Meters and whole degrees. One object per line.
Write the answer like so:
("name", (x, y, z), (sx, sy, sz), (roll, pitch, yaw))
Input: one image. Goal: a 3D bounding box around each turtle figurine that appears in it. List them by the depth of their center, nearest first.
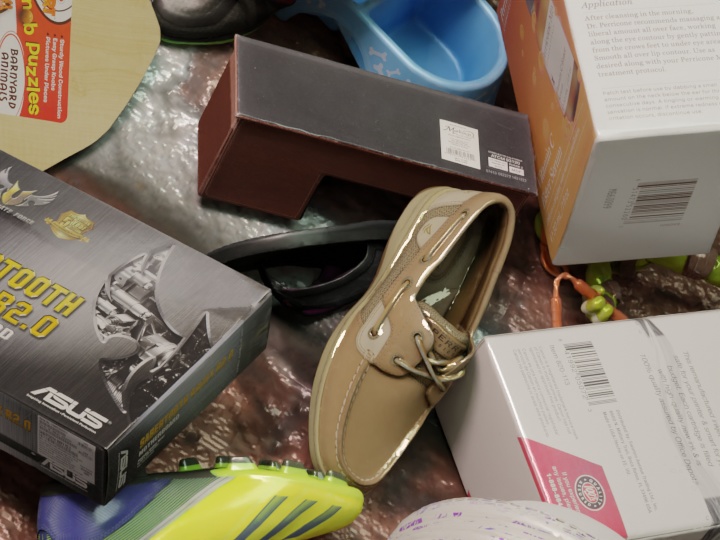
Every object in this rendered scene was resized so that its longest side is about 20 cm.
("turtle figurine", (0.179, -0.017, 1.787), (0.160, 0.065, 0.201), (5, 58, -4))

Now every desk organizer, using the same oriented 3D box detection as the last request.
("desk organizer", (0.002, -0.072, 1.721), (0.199, 0.077, 0.072), (14, 45, -18))

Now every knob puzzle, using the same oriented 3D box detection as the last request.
("knob puzzle", (-0.207, -0.153, 1.671), (0.219, 0.030, 0.221), (5, 83, -42))

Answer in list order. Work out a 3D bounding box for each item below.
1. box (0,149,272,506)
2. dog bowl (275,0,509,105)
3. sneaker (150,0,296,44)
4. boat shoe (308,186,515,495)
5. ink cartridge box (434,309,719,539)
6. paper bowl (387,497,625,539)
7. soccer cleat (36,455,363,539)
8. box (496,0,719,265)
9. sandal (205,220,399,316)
("box", (-0.173, 0.028, 1.544), (0.199, 0.048, 0.158), (27, 47, 21))
("dog bowl", (0.017, -0.175, 1.824), (0.200, 0.050, 0.111), (47, 50, 8))
("sneaker", (-0.047, -0.200, 1.743), (0.199, 0.084, 0.077), (-20, 83, 6))
("boat shoe", (0.031, 0.040, 1.631), (0.071, 0.064, 0.201), (31, 74, -33))
("ink cartridge box", (0.166, 0.111, 1.682), (0.199, 0.083, 0.147), (-5, 61, -29))
("paper bowl", (0.094, 0.206, 1.504), (0.200, 0.201, 0.104), (37, 49, 0))
("soccer cleat", (-0.090, 0.146, 1.555), (0.199, 0.065, 0.084), (1, 86, -31))
("box", (0.163, -0.128, 1.724), (0.106, 0.152, 0.201), (-5, 60, -10))
("sandal", (0.001, 0.000, 1.685), (0.200, 0.075, 0.048), (-2, 77, -28))
